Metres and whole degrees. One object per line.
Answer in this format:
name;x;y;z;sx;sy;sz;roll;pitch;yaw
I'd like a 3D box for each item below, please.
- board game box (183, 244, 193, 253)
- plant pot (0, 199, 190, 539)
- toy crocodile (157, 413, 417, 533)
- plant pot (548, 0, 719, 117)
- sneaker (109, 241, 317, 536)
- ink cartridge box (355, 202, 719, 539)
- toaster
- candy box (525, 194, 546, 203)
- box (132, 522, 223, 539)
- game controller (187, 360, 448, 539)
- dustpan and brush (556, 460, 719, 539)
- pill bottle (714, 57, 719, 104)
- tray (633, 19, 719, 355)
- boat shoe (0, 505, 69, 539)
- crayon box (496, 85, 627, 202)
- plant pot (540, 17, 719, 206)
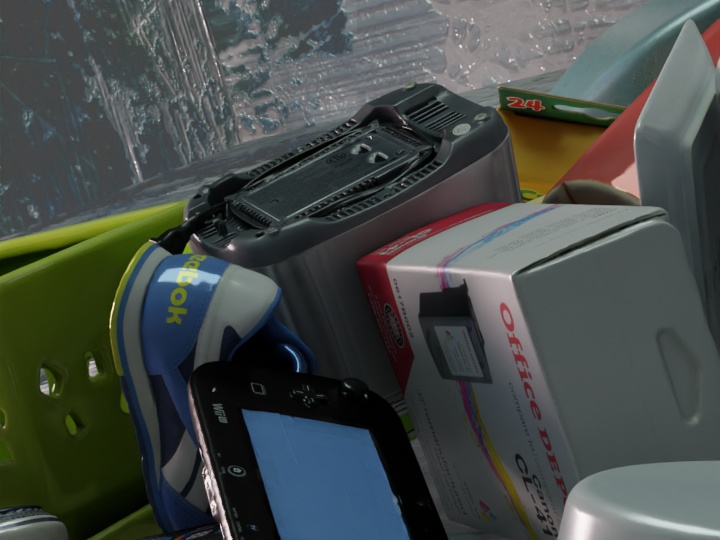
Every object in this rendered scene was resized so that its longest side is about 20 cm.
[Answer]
board game box;-0.048;0.008;1.477;0.048;0.102;0.200;-8;15;28
plant pot;-0.188;0.082;1.461;0.199;0.182;0.200;-12;9;36
toy crocodile;-0.036;0.103;1.431;0.067;0.062;0.200;-9;11;46
plant pot;0.243;-0.100;1.852;0.200;0.196;0.196;-25;8;-3
sneaker;-0.061;0.076;1.283;0.082;0.200;0.074;3;43;19
ink cartridge box;0.087;0.049;1.225;0.086;0.148;0.200;-22;8;-17
toaster;0.000;0.000;1.361;0.200;0.129;0.114;-28;26;-19
candy box;0.106;0.021;1.502;0.200;0.055;0.115;-22;54;-33
box;-0.099;0.163;1.195;0.200;0.048;0.193;-14;6;24
game controller;-0.017;0.101;1.146;0.104;0.042;0.200;19;23;-23
dustpan and brush;0.100;0.113;1.047;0.200;0.057;0.140;3;10;7
pill bottle;0.239;-0.023;1.149;0.116;0.200;0.116;-14;-25;-7
tray;0.160;-0.006;1.235;0.022;0.200;0.107;4;35;22
boat shoe;-0.246;0.123;1.355;0.200;0.093;0.075;-14;-13;20
crayon box;0.143;-0.045;1.655;0.127;0.051;0.200;9;-21;9
plant pot;0.204;-0.025;1.417;0.177;0.201;0.200;-33;15;-30
